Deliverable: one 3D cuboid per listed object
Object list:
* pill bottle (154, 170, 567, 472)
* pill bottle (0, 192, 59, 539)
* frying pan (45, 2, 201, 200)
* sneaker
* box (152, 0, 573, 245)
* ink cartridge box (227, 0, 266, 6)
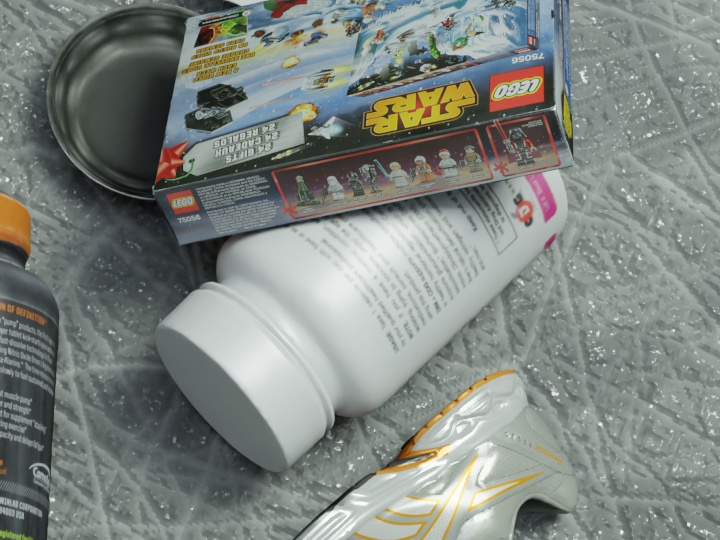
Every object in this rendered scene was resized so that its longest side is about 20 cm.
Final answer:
[{"bbox_3d":[0.000,0.000,1.003,0.113,0.113,0.200,44,69,9],"label":"pill bottle"},{"bbox_3d":[-0.198,0.063,0.953,0.105,0.106,0.202,3,69,-8],"label":"pill bottle"},{"bbox_3d":[-0.079,-0.104,1.074,0.189,0.031,0.115,-27,76,-21],"label":"frying pan"},{"bbox_3d":[0.029,0.138,0.980,0.200,0.076,0.092,-38,84,-18],"label":"sneaker"},{"bbox_3d":[0.004,-0.089,0.977,0.199,0.040,0.137,-10,42,15],"label":"box"},{"bbox_3d":[0.005,-0.223,1.081,0.128,0.125,0.201,19,67,-1],"label":"ink cartridge box"}]
